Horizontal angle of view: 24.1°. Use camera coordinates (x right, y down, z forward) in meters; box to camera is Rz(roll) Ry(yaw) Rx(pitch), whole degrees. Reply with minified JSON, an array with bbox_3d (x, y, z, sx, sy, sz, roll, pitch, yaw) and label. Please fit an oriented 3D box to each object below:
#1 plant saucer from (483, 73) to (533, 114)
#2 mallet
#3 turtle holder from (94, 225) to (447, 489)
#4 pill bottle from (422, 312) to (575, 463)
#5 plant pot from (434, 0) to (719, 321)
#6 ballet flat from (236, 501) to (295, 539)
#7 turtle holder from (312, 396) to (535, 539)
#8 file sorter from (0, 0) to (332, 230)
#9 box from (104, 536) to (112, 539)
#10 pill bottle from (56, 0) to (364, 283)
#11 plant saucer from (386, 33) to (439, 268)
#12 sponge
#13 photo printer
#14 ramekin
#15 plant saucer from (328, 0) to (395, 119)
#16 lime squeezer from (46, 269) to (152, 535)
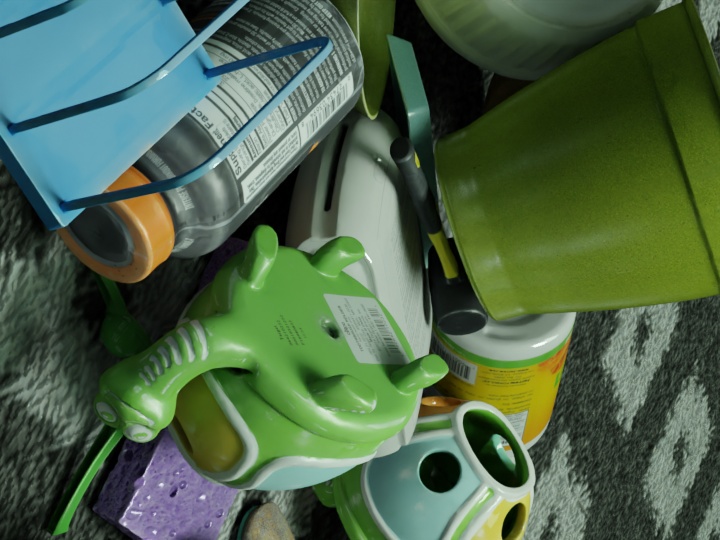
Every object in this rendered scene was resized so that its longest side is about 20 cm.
[{"bbox_3d":[0.148,-0.086,1.287,0.035,0.200,0.201,-19,121,-28],"label":"plant saucer"},{"bbox_3d":[0.050,-0.035,1.143,0.200,0.041,0.066,67,15,-50],"label":"mallet"},{"bbox_3d":[-0.053,0.069,0.977,0.132,0.141,0.186,-44,180,29],"label":"turtle holder"},{"bbox_3d":[0.102,0.079,1.328,0.111,0.111,0.201,-51,159,-35],"label":"pill bottle"},{"bbox_3d":[0.157,-0.056,1.120,0.200,0.192,0.202,-17,90,-79],"label":"plant pot"},{"bbox_3d":[-0.054,0.264,1.217,0.068,0.067,0.201,-27,125,-57],"label":"ballet flat"},{"bbox_3d":[0.062,0.178,1.236,0.140,0.132,0.186,20,43,-37],"label":"turtle holder"},{"bbox_3d":[-0.125,-0.147,0.802,0.139,0.122,0.201,-49,117,-38],"label":"file sorter"},{"bbox_3d":[-0.185,0.272,0.968,0.200,0.046,0.160,-39,137,-22],"label":"box"},{"bbox_3d":[-0.091,-0.079,0.970,0.200,0.106,0.107,-48,140,-37],"label":"pill bottle"},{"bbox_3d":[0.040,-0.081,1.191,0.200,0.019,0.070,82,-4,-59],"label":"plant saucer"},{"bbox_3d":[-0.098,0.091,1.106,0.201,0.030,0.112,-65,149,-17],"label":"sponge"},{"bbox_3d":[0.000,0.000,1.147,0.167,0.069,0.201,-78,162,-50],"label":"photo printer"},{"bbox_3d":[0.132,-0.235,1.157,0.094,0.201,0.204,-176,-77,-77],"label":"ramekin"},{"bbox_3d":[-0.001,-0.198,1.083,0.200,0.031,0.202,3,90,-83],"label":"plant saucer"},{"bbox_3d":[-0.153,0.055,1.005,0.070,0.038,0.201,-4,109,-26],"label":"lime squeezer"}]
